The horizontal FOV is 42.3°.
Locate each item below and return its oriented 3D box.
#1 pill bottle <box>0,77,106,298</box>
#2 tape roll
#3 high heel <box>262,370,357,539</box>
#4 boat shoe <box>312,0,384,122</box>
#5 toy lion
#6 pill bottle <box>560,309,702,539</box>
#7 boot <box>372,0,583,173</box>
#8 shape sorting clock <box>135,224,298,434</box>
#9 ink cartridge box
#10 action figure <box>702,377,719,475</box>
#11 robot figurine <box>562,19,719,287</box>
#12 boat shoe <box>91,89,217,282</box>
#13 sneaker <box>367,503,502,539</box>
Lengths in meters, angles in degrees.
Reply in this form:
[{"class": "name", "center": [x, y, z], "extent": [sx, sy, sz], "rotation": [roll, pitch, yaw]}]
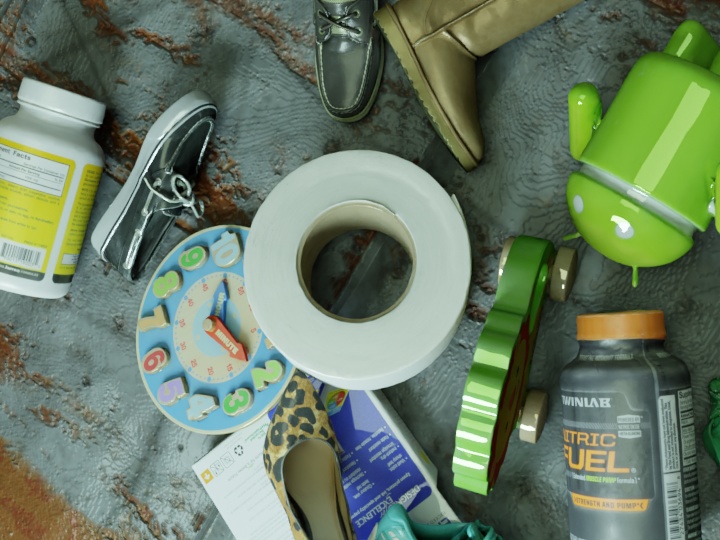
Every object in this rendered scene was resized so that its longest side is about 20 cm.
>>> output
[{"class": "pill bottle", "center": [-0.324, -0.083, 0.939], "extent": [0.111, 0.112, 0.203], "rotation": [18, 93, 18]}, {"class": "tape roll", "center": [0.000, 0.000, 0.821], "extent": [0.199, 0.071, 0.206], "rotation": [-1, 75, 5]}, {"class": "high heel", "center": [-0.026, 0.193, 0.774], "extent": [0.070, 0.142, 0.204], "rotation": [-4, 98, -26]}, {"class": "boat shoe", "center": [-0.015, -0.244, 0.865], "extent": [0.071, 0.066, 0.205], "rotation": [5, 90, 18]}, {"class": "toy lion", "center": [0.117, 0.071, 0.746], "extent": [0.068, 0.191, 0.203], "rotation": [12, 92, 18]}, {"class": "pill bottle", "center": [0.217, 0.133, 0.757], "extent": [0.104, 0.106, 0.204], "rotation": [-4, 86, 18]}, {"class": "boot", "center": [0.132, -0.209, 0.817], "extent": [0.198, 0.066, 0.177], "rotation": [-29, 94, 8]}, {"class": "shape sorting clock", "center": [-0.138, 0.055, 0.897], "extent": [0.197, 0.039, 0.204], "rotation": [-6, 75, 22]}, {"class": "ink cartridge box", "center": [-0.031, 0.208, 0.871], "extent": [0.197, 0.047, 0.201], "rotation": [-38, 79, 12]}, {"class": "action figure", "center": [0.333, 0.178, 0.745], "extent": [0.117, 0.055, 0.202], "rotation": [-28, 73, 17]}, {"class": "robot figurine", "center": [0.244, -0.092, 0.749], "extent": [0.175, 0.115, 0.202], "rotation": [38, 102, 38]}, {"class": "boat shoe", "center": [-0.190, -0.079, 0.913], "extent": [0.068, 0.073, 0.200], "rotation": [41, 101, 19]}, {"class": "sneaker", "center": [0.101, 0.255, 0.784], "extent": [0.197, 0.078, 0.081], "rotation": [18, 97, -4]}]
